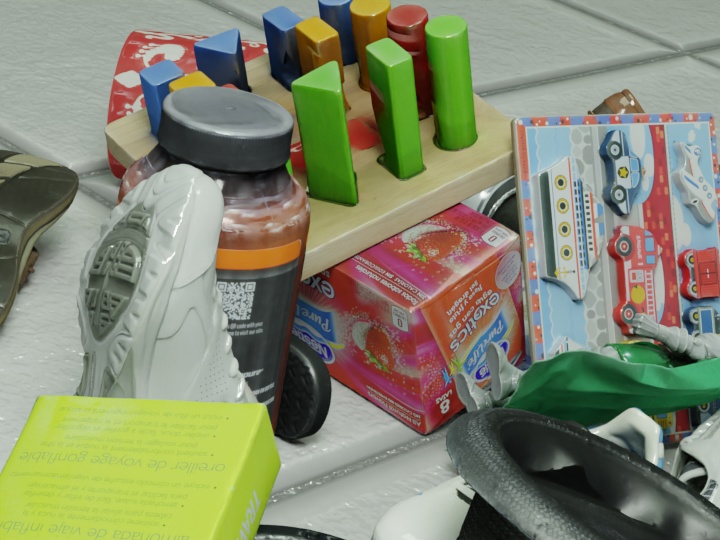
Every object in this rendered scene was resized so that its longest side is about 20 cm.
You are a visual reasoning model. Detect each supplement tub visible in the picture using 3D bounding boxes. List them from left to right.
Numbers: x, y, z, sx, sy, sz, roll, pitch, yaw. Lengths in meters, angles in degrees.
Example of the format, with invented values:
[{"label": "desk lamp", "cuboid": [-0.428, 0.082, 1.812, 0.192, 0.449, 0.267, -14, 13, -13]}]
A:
[{"label": "supplement tub", "cuboid": [-0.084, 0.006, 1.083, 0.106, 0.202, 0.107, 9, 23, -4]}]

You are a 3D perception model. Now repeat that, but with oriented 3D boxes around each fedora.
[{"label": "fedora", "cuboid": [0.113, 0.150, 0.952, 0.199, 0.092, 0.201, 28, 15, -8]}]

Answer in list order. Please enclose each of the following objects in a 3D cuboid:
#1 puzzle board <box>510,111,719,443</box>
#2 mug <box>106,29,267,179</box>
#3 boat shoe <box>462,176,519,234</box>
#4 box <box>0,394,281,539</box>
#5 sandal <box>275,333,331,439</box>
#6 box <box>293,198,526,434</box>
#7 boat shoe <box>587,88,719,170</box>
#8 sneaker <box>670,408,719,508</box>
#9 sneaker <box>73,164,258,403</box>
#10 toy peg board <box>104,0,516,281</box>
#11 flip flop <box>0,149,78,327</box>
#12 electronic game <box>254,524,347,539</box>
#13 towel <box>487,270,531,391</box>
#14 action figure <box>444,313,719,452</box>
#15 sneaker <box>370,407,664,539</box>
[{"label": "puzzle board", "cuboid": [0.165, 0.006, 1.213, 0.150, 0.202, 0.017, -4, -2, -30]}, {"label": "mug", "cuboid": [-0.076, -0.099, 1.418, 0.198, 0.135, 0.178, 10, 22, 6]}, {"label": "boat shoe", "cuboid": [0.146, -0.046, 1.449, 0.056, 0.069, 0.199, 34, 24, 33]}, {"label": "box", "cuboid": [-0.118, 0.139, 0.871, 0.121, 0.048, 0.201, 1, 41, 18]}, {"label": "sandal", "cuboid": [-0.084, 0.033, 1.192, 0.199, 0.076, 0.045, 35, 32, 29]}, {"label": "box", "cuboid": [0.000, 0.000, 1.232, 0.095, 0.100, 0.199, -34, 46, -29]}, {"label": "boat shoe", "cuboid": [0.231, -0.058, 1.437, 0.199, 0.068, 0.072, 34, 12, -31]}, {"label": "sneaker", "cuboid": [0.219, 0.107, 1.152, 0.080, 0.077, 0.200, 5, 21, 11]}, {"label": "sneaker", "cuboid": [-0.093, 0.045, 1.013, 0.099, 0.202, 0.078, 7, 16, -33]}, {"label": "toy peg board", "cuboid": [-0.032, -0.109, 1.214, 0.199, 0.098, 0.199, -26, 42, -22]}, {"label": "flip flop", "cuboid": [-0.232, -0.011, 1.253, 0.080, 0.058, 0.201, 14, 39, -3]}, {"label": "electronic game", "cuboid": [-0.044, 0.181, 0.906, 0.198, 0.042, 0.201, 3, 30, -2]}, {"label": "towel", "cuboid": [0.070, 0.026, 1.325, 0.146, 0.024, 0.199, -11, 32, -40]}, {"label": "action figure", "cuboid": [0.154, 0.059, 1.143, 0.198, 0.118, 0.055, -4, 68, -27]}, {"label": "sneaker", "cuboid": [0.084, 0.117, 1.067, 0.199, 0.073, 0.072, -13, 34, -40]}]
